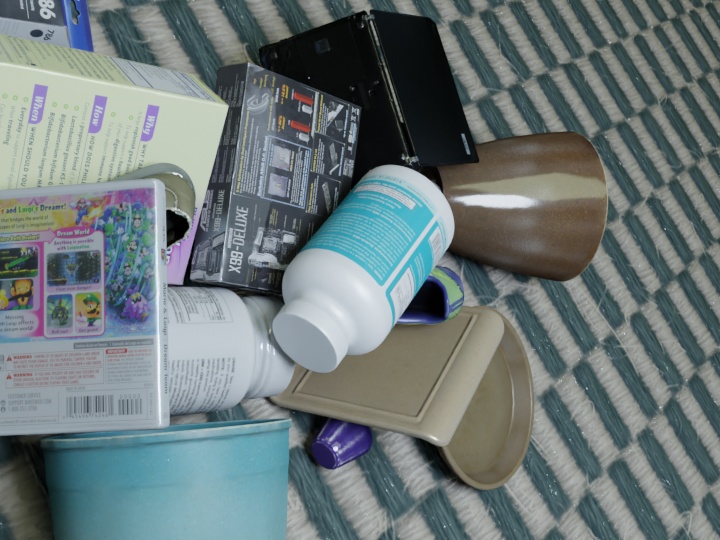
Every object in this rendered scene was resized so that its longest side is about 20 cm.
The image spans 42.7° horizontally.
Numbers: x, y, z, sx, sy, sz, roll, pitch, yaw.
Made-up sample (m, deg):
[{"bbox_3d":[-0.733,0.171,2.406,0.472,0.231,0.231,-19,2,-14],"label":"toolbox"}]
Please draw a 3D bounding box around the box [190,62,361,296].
[{"bbox_3d":[-0.077,-0.078,0.886,0.156,0.049,0.204,10,85,-47],"label":"box"}]

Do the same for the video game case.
[{"bbox_3d":[-0.241,0.029,0.693,0.196,0.024,0.186,-3,84,8],"label":"video game case"}]

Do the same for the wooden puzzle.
[{"bbox_3d":[0.028,0.093,0.943,0.186,0.197,0.038,-53,146,-43],"label":"wooden puzzle"}]

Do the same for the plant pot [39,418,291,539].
[{"bbox_3d":[-0.147,0.220,0.725,0.197,0.199,0.192,1,82,-36],"label":"plant pot"}]

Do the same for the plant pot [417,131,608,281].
[{"bbox_3d":[0.167,-0.082,1.132,0.197,0.187,0.190,1,66,-22],"label":"plant pot"}]

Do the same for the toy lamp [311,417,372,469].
[{"bbox_3d":[0.021,0.139,0.972,0.199,0.058,0.059,-35,89,-43],"label":"toy lamp"}]

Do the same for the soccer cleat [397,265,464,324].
[{"bbox_3d":[0.008,0.019,0.949,0.084,0.196,0.066,-53,144,-69],"label":"soccer cleat"}]

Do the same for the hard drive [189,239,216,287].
[{"bbox_3d":[-0.132,-0.089,0.988,0.140,0.038,0.200,50,47,-5],"label":"hard drive"}]

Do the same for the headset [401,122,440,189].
[{"bbox_3d":[0.022,-0.131,1.076,0.123,0.094,0.201,-5,50,-53],"label":"headset"}]

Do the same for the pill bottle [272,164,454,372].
[{"bbox_3d":[0.000,0.000,0.854,0.111,0.111,0.201,45,52,-8],"label":"pill bottle"}]

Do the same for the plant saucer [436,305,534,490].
[{"bbox_3d":[0.133,0.142,1.035,0.198,0.029,0.204,9,77,-48],"label":"plant saucer"}]

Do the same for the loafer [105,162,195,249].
[{"bbox_3d":[-0.221,-0.022,0.741,0.198,0.070,0.076,-29,129,-9],"label":"loafer"}]

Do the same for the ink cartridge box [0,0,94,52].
[{"bbox_3d":[-0.360,-0.281,0.915,0.198,0.039,0.101,-1,67,-38],"label":"ink cartridge box"}]

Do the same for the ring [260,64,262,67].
[{"bbox_3d":[-0.048,-0.163,1.069,0.200,0.019,0.202,36,36,-31],"label":"ring"}]

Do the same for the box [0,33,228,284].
[{"bbox_3d":[-0.240,-0.092,0.803,0.197,0.178,0.097,4,24,-34],"label":"box"}]

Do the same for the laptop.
[{"bbox_3d":[0.012,-0.180,1.013,0.103,0.197,0.180,35,37,-82],"label":"laptop"}]

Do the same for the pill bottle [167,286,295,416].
[{"bbox_3d":[-0.164,0.072,0.828,0.197,0.113,0.115,1,66,-36],"label":"pill bottle"}]
